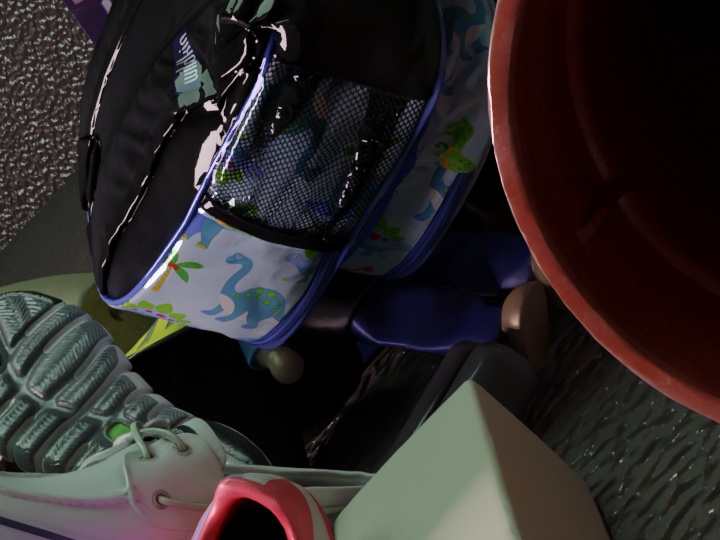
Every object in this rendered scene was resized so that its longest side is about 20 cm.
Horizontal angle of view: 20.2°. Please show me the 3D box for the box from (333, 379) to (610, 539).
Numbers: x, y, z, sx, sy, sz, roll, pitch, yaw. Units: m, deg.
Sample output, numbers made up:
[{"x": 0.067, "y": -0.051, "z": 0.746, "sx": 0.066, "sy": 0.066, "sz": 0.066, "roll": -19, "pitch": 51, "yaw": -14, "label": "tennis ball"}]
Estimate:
[{"x": 0.042, "y": 0.115, "z": 0.660, "sx": 0.082, "sy": 0.068, "sz": 0.200, "roll": -47, "pitch": 13, "yaw": 12, "label": "box"}]

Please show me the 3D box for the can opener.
[{"x": -0.005, "y": 0.109, "z": 0.832, "sx": 0.201, "sy": 0.067, "sz": 0.053, "roll": -59, "pitch": 15, "yaw": -10, "label": "can opener"}]

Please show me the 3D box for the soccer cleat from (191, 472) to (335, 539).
[{"x": -0.044, "y": 0.164, "z": 0.652, "sx": 0.077, "sy": 0.066, "sz": 0.202, "roll": 63, "pitch": -147, "yaw": -67, "label": "soccer cleat"}]

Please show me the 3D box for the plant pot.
[{"x": 0.157, "y": -0.080, "z": 0.603, "sx": 0.201, "sy": 0.201, "sz": 0.195, "roll": -42, "pitch": 6, "yaw": 30, "label": "plant pot"}]

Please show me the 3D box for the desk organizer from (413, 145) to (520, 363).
[{"x": 0.073, "y": -0.055, "z": 1.021, "sx": 0.200, "sy": 0.077, "sz": 0.072, "roll": -51, "pitch": 13, "yaw": -7, "label": "desk organizer"}]

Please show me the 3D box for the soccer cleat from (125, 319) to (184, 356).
[{"x": -0.074, "y": 0.018, "z": 1.094, "sx": 0.200, "sy": 0.065, "sz": 0.084, "roll": -44, "pitch": 43, "yaw": -15, "label": "soccer cleat"}]

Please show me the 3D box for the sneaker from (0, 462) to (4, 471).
[{"x": -0.183, "y": 0.113, "z": 0.913, "sx": 0.077, "sy": 0.086, "sz": 0.200, "roll": -35, "pitch": 31, "yaw": 6, "label": "sneaker"}]

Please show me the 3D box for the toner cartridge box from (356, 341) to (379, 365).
[{"x": -0.002, "y": 0.011, "z": 1.157, "sx": 0.200, "sy": 0.043, "sz": 0.095, "roll": -49, "pitch": 12, "yaw": 2, "label": "toner cartridge box"}]

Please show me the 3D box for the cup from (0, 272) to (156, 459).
[{"x": -0.163, "y": 0.081, "z": 1.156, "sx": 0.143, "sy": 0.200, "sz": 0.201, "roll": -38, "pitch": 17, "yaw": 31, "label": "cup"}]

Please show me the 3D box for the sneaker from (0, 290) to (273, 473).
[{"x": -0.107, "y": 0.095, "z": 0.925, "sx": 0.200, "sy": 0.116, "sz": 0.075, "roll": 34, "pitch": 68, "yaw": 34, "label": "sneaker"}]

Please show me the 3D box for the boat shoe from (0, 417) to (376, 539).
[{"x": -0.074, "y": 0.086, "z": 0.748, "sx": 0.073, "sy": 0.199, "sz": 0.067, "roll": 17, "pitch": 91, "yaw": 52, "label": "boat shoe"}]

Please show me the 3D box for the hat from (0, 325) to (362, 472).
[{"x": -0.078, "y": 0.107, "z": 1.019, "sx": 0.201, "sy": 0.200, "sz": 0.081, "roll": -43, "pitch": 54, "yaw": 24, "label": "hat"}]

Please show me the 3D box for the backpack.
[{"x": -0.033, "y": -0.070, "z": 0.862, "sx": 0.200, "sy": 0.146, "sz": 0.184, "roll": -56, "pitch": 30, "yaw": 35, "label": "backpack"}]

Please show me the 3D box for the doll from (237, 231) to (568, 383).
[{"x": 0.000, "y": 0.000, "z": 0.942, "sx": 0.199, "sy": 0.049, "sz": 0.137, "roll": 5, "pitch": 45, "yaw": 27, "label": "doll"}]

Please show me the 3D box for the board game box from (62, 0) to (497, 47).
[{"x": -0.033, "y": -0.148, "z": 0.965, "sx": 0.199, "sy": 0.166, "sz": 0.057, "roll": -26, "pitch": 47, "yaw": 6, "label": "board game box"}]
